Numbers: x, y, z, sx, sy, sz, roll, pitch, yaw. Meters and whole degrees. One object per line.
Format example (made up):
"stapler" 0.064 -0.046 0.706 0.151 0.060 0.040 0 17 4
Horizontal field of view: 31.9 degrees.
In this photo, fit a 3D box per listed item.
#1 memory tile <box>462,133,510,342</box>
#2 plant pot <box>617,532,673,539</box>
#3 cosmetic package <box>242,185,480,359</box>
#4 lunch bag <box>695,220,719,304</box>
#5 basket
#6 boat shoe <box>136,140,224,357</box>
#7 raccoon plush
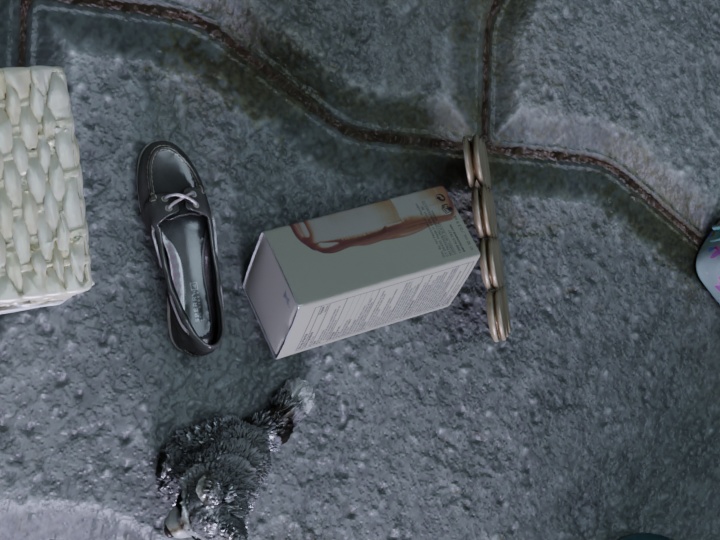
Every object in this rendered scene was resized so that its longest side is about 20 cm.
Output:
"memory tile" 0.127 -0.032 1.260 0.017 0.153 0.203 -7 91 9
"plant pot" 0.348 0.391 1.337 0.198 0.160 0.203 1 87 -27
"cosmetic package" 0.000 0.000 1.195 0.198 0.104 0.088 -15 65 -28
"lunch bag" 0.490 -0.025 1.472 0.161 0.077 0.200 48 69 -17
"basket" -0.304 -0.065 1.033 0.134 0.123 0.203 -8 91 -28
"boat shoe" -0.157 -0.022 1.152 0.066 0.057 0.203 -12 93 -27
"raccoon plush" -0.104 0.163 1.128 0.097 0.134 0.201 43 71 -18
